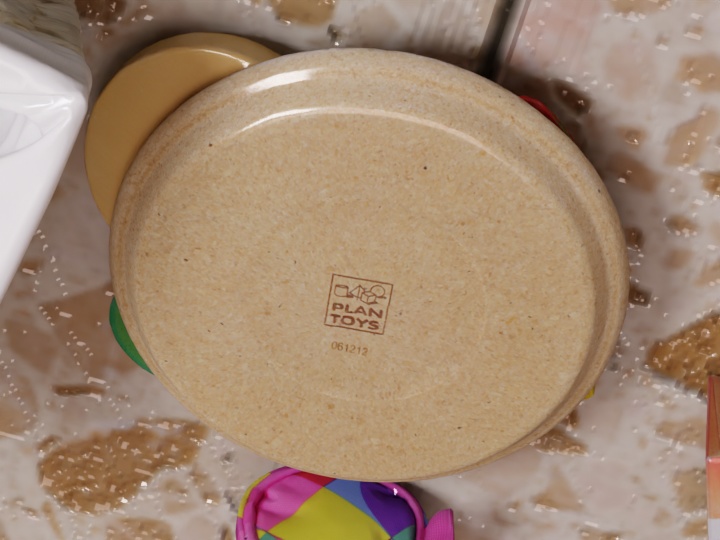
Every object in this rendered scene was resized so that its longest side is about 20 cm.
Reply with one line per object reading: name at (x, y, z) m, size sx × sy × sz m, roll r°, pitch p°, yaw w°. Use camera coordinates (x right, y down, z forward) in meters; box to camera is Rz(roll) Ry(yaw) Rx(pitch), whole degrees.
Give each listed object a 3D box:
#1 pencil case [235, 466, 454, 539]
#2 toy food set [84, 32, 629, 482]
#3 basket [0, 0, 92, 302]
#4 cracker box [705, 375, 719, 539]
pencil case at (-0.019, 0.172, 1.212) m, size 0.088 × 0.089 × 0.201 m, roll 11°, pitch 128°, yaw -1°
toy food set at (0.000, 0.000, 1.107) m, size 0.199 × 0.049 × 0.199 m, roll -3°, pitch 125°, yaw 9°
basket at (-0.188, -0.030, 1.042) m, size 0.135 × 0.124 × 0.201 m, roll 24°, pitch 114°, yaw -13°
cracker box at (0.204, 0.135, 1.171) m, size 0.133 × 0.058 × 0.201 m, roll 0°, pitch 124°, yaw 8°
